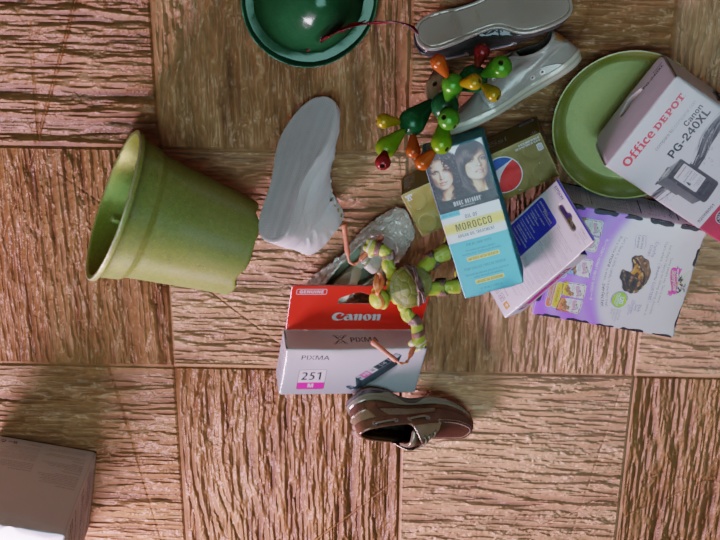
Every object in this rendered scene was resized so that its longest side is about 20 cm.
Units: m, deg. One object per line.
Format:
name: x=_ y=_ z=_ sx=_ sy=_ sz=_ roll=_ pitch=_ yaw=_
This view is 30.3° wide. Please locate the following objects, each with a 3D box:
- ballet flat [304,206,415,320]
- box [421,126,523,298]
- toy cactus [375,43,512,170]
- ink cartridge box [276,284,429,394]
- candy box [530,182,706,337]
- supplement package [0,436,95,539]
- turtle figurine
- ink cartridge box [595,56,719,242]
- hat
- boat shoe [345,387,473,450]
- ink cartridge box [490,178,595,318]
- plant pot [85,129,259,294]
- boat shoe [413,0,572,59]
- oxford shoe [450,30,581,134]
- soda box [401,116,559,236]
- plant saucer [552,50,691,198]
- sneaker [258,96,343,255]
ballet flat: x=0.000 y=0.000 z=1.802 sx=0.072 sy=0.072 sz=0.200 roll=41 pitch=110 yaw=-17
box: x=0.144 y=-0.072 z=1.690 sx=0.082 sy=0.049 sz=0.201 roll=-15 pitch=108 yaw=11
toy cactus: x=0.093 y=-0.213 z=1.634 sx=0.102 sy=0.165 sz=0.200 roll=39 pitch=111 yaw=-16
ink cartridge box: x=-0.007 y=0.096 z=1.818 sx=0.198 sy=0.044 sz=0.174 roll=0 pitch=135 yaw=-12
candy box: x=0.341 y=-0.013 z=1.780 sx=0.198 sy=0.072 sz=0.169 roll=10 pitch=117 yaw=-3
supplement package: x=-0.483 y=0.368 z=1.928 sx=0.150 sy=0.200 sz=0.152 roll=10 pitch=117 yaw=-3
turtle figurine: x=0.066 y=0.008 z=1.747 sx=0.160 sy=0.064 sz=0.201 roll=-24 pitch=88 yaw=-25
ink cartridge box: x=0.417 y=-0.150 z=1.668 sx=0.199 sy=0.084 sz=0.146 roll=30 pitch=114 yaw=-14
hat: x=-0.057 y=-0.306 z=1.585 sx=0.199 sy=0.176 sz=0.166 roll=-37 pitch=110 yaw=18
boat shoe: x=0.071 y=0.222 z=1.884 sx=0.198 sy=0.072 sz=0.076 roll=9 pitch=138 yaw=-24
ink cartridge box: x=0.230 y=-0.028 z=1.731 sx=0.095 sy=0.037 sz=0.200 roll=61 pitch=140 yaw=16
plant pot: x=-0.236 y=-0.058 z=1.727 sx=0.183 sy=0.201 sz=0.201 roll=18 pitch=117 yaw=-20
boat shoe: x=0.163 y=-0.307 z=1.654 sx=0.198 sy=0.057 sz=0.067 roll=-12 pitch=80 yaw=4
oxford shoe: x=0.181 y=-0.237 z=1.673 sx=0.199 sy=0.075 sz=0.058 roll=-32 pitch=107 yaw=13
soda box: x=0.154 y=-0.122 z=1.735 sx=0.199 sy=0.064 sz=0.068 roll=-24 pitch=113 yaw=14
plant saucer: x=0.344 y=-0.190 z=1.713 sx=0.198 sy=0.031 sz=0.202 roll=0 pitch=116 yaw=1
sneaker: x=-0.061 y=-0.120 z=1.746 sx=0.073 sy=0.115 sz=0.201 roll=21 pitch=88 yaw=31
